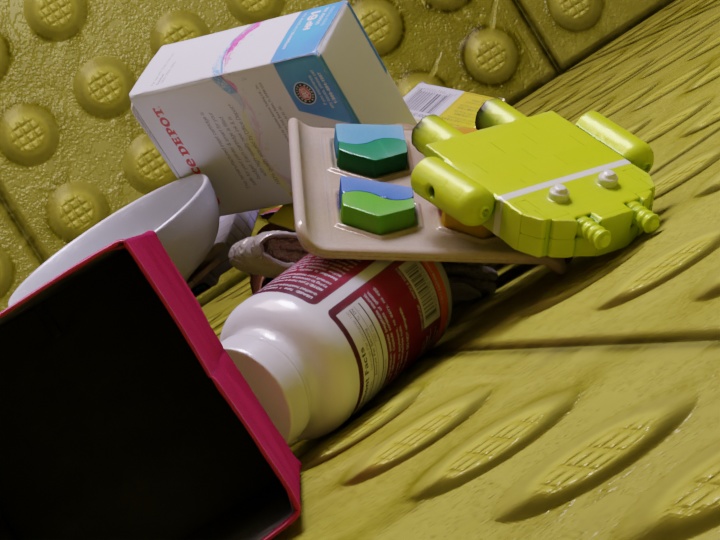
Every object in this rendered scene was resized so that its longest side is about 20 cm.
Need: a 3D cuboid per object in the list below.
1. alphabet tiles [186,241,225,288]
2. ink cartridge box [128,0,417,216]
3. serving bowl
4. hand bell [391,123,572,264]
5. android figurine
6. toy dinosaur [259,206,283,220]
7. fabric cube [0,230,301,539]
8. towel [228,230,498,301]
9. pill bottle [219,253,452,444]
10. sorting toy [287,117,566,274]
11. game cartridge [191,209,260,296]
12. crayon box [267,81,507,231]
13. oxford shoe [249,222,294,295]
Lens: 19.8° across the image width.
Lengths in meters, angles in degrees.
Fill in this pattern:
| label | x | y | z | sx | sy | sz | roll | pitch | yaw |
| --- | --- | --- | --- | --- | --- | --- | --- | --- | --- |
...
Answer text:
| label | x | y | z | sx | sy | sz | roll | pitch | yaw |
| --- | --- | --- | --- | --- | --- | --- | --- | --- | --- |
| alphabet tiles | -0.208 | 0.032 | 1.812 | 0.167 | 0.008 | 0.200 | -42 | 16 | -33 |
| ink cartridge box | -0.075 | -0.135 | 1.769 | 0.200 | 0.145 | 0.085 | -10 | 38 | 31 |
| serving bowl | -0.197 | 0.000 | 1.746 | 0.200 | 0.066 | 0.200 | -31 | 15 | 9 |
| hand bell | 0.088 | -0.040 | 1.609 | 0.104 | 0.104 | 0.200 | -34 | 37 | -26 |
| android figurine | 0.130 | -0.067 | 1.496 | 0.182 | 0.041 | 0.200 | -15 | 35 | -30 |
| toy dinosaur | 0.033 | -0.085 | 1.885 | 0.182 | 0.200 | 0.105 | -51 | -21 | -18 |
| fabric cube | -0.166 | 0.108 | 1.279 | 0.196 | 0.200 | 0.199 | -33 | 3 | 0 |
| towel | 0.000 | 0.000 | 1.660 | 0.200 | 0.035 | 0.133 | 9 | -6 | -15 |
| pill bottle | -0.029 | 0.050 | 1.486 | 0.113 | 0.113 | 0.200 | -28 | 6 | 42 |
| sorting toy | 0.047 | -0.064 | 1.541 | 0.200 | 0.037 | 0.185 | 5 | 31 | -8 |
| game cartridge | -0.184 | 0.008 | 1.914 | 0.200 | 0.038 | 0.130 | -32 | 23 | 19 |
| crayon box | 0.030 | -0.078 | 1.789 | 0.200 | 0.051 | 0.127 | -42 | 32 | -20 |
| oxford shoe | -0.062 | 0.010 | 1.756 | 0.071 | 0.071 | 0.200 | -20 | 36 | 2 |
